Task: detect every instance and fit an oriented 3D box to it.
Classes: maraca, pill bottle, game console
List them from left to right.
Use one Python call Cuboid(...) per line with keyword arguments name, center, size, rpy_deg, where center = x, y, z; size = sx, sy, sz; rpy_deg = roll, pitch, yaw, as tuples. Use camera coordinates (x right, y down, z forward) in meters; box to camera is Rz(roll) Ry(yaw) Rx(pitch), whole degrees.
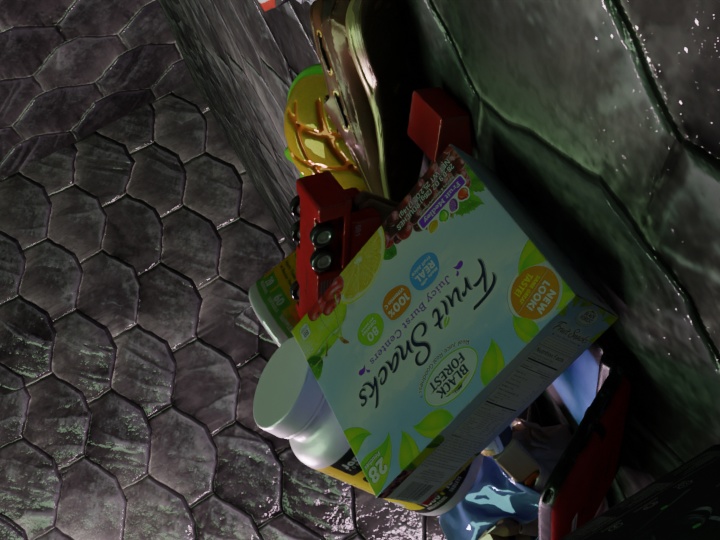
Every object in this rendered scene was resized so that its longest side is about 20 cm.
Cuboid(name="maraca", center=(-0.020, -0.124, 0.857), size=(0.137, 0.107, 0.200), rpy_deg=(40, 153, 7))
Cuboid(name="pill bottle", center=(0.000, 0.000, 0.836), size=(0.111, 0.199, 0.111), rpy_deg=(51, -176, -5))
Cuboid(name="pill bottle", center=(0.007, 0.138, 0.783), size=(0.199, 0.113, 0.112), rpy_deg=(29, -171, -28))
Cuboid(name="game console", center=(0.146, 0.119, 0.687), size=(0.118, 0.173, 0.201), rpy_deg=(26, 156, 26))

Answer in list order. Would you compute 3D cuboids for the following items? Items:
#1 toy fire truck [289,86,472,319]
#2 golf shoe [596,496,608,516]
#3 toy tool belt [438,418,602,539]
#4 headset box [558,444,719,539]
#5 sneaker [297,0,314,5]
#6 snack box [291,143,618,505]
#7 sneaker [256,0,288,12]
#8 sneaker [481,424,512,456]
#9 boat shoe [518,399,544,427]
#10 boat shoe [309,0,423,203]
Cuboid(name="toy fire truck", center=(0.014, -0.041, 0.716), size=(0.049, 0.140, 0.202), rpy_deg=(53, 150, 42))
Cuboid(name="golf shoe", center=(0.232, 0.291, 0.898), size=(0.075, 0.091, 0.202), rpy_deg=(49, 143, 48))
Cuboid(name="toy tool belt", center=(0.129, 0.234, 0.836), size=(0.122, 0.201, 0.125), rpy_deg=(11, -148, -37))
Cuboid(name="headset box", center=(0.172, 0.164, 0.427), size=(0.093, 0.173, 0.200), rpy_deg=(60, 171, 11))
Cuboid(name="sneaker", center=(-0.073, -0.263, 0.746), size=(0.201, 0.114, 0.075), rpy_deg=(61, 173, -2))
Cuboid(name="snack box", center=(0.058, 0.039, 0.633), size=(0.067, 0.200, 0.169), rpy_deg=(20, -152, -44))
Cuboid(name="sneaker", center=(-0.096, -0.324, 0.870), size=(0.109, 0.067, 0.201), rpy_deg=(61, 176, -20))
Cuboid(name="sneaker", center=(0.101, 0.050, 0.714), size=(0.076, 0.087, 0.202), rpy_deg=(68, -173, -55))
Cuboid(name="boat shoe", center=(0.188, 0.212, 0.929), size=(0.059, 0.072, 0.202), rpy_deg=(7, 124, 28))
Cuboid(name="boat shoe", center=(0.007, -0.142, 0.733), size=(0.067, 0.072, 0.202), rpy_deg=(13, 136, 31))
